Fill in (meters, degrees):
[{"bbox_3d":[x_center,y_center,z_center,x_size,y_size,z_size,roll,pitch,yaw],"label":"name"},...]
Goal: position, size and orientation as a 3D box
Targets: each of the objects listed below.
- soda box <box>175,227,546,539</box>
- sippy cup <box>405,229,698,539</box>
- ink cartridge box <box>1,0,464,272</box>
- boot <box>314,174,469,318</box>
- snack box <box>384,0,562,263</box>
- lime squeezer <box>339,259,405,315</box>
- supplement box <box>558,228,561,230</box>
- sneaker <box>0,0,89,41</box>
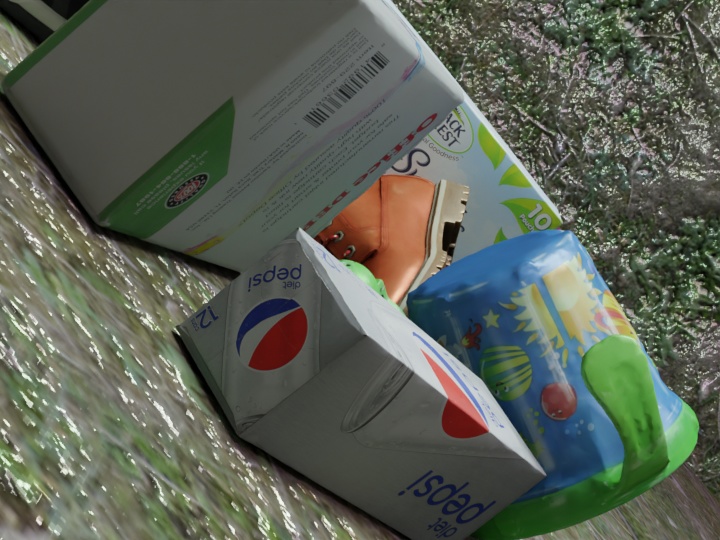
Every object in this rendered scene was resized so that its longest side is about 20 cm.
[{"bbox_3d":[0.007,0.059,0.727,0.064,0.068,0.200,57,9,34],"label":"soda box"},{"bbox_3d":[0.091,0.053,0.873,0.140,0.177,0.131,-35,105,-52],"label":"sippy cup"},{"bbox_3d":[-0.048,-0.081,0.763,0.088,0.145,0.200,52,8,17],"label":"ink cartridge box"},{"bbox_3d":[0.000,0.000,0.991,0.107,0.075,0.200,15,29,1],"label":"boot"},{"bbox_3d":[0.018,-0.068,1.101,0.200,0.142,0.053,50,8,-5],"label":"snack box"},{"bbox_3d":[0.002,0.036,0.831,0.200,0.038,0.071,40,39,-61],"label":"lime squeezer"},{"bbox_3d":[0.059,-0.043,1.275,0.103,0.131,0.200,53,7,23],"label":"supplement box"},{"bbox_3d":[-0.131,-0.149,0.834,0.200,0.083,0.072,46,9,-36],"label":"sneaker"}]
